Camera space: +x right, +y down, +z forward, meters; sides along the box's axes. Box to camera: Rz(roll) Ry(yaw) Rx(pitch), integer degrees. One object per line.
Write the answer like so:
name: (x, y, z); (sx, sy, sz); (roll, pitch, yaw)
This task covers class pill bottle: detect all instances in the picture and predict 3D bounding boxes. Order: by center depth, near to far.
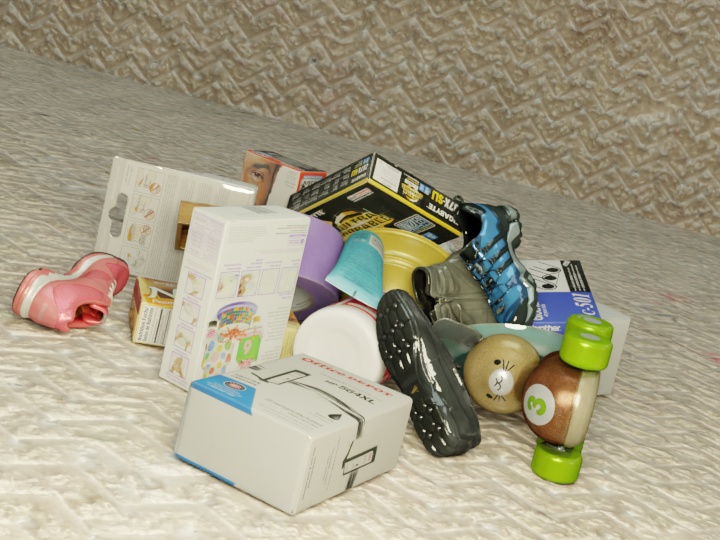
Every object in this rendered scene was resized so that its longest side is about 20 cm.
pill bottle: (0.005, 0.084, 1.575); (0.112, 0.112, 0.200); (18, 14, 18)

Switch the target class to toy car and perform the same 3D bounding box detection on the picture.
toy car: (0.170, 0.124, 1.473); (0.200, 0.164, 0.158); (14, 13, 9)

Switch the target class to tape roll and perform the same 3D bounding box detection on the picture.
tape roll: (-0.123, -0.006, 1.663); (0.200, 0.085, 0.200); (4, -21, 1)

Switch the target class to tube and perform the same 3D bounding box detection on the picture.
tube: (0.000, 0.000, 1.575); (0.077, 0.050, 0.200); (25, 16, -4)

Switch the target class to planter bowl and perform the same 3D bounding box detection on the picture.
planter bowl: (0.037, 0.044, 1.728); (0.200, 0.201, 0.084); (15, 45, 3)

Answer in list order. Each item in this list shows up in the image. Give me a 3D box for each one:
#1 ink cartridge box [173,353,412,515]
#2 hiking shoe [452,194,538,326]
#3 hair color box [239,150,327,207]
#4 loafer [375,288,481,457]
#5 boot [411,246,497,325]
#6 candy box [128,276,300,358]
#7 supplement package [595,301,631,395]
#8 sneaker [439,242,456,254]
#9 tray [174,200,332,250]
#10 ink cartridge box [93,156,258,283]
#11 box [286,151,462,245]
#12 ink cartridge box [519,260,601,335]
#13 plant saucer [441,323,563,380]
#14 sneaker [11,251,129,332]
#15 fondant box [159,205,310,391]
ink cartridge box: (-0.062, 0.154, 1.279); (0.146, 0.084, 0.200); (20, 15, 26)
hiking shoe: (0.161, 0.000, 1.619); (0.087, 0.074, 0.200); (12, 48, -25)
hair color box: (-0.126, -0.060, 1.840); (0.111, 0.200, 0.064); (23, 16, 36)
loafer: (0.076, 0.113, 1.448); (0.070, 0.068, 0.201); (-3, 63, -45)
boot: (0.134, 0.071, 1.670); (0.131, 0.200, 0.068); (-29, 11, -40)
candy box: (-0.180, 0.063, 1.592); (0.200, 0.055, 0.115); (10, 12, -15)
supplement package: (0.255, 0.086, 1.813); (0.117, 0.117, 0.200); (1, 18, -40)
sneaker: (0.089, 0.030, 1.807); (0.099, 0.200, 0.078); (-1, 46, 6)
tray: (-0.144, -0.047, 1.727); (0.200, 0.037, 0.099); (7, -21, -8)
ink cartridge box: (-0.256, -0.061, 1.793); (0.200, 0.161, 0.050); (14, 9, -2)
box: (0.018, -0.074, 1.719); (0.160, 0.049, 0.200); (27, -28, -29)
ink cartridge box: (0.252, 0.043, 1.681); (0.094, 0.044, 0.200); (0, 23, 1)
plant saucer: (0.188, 0.117, 1.609); (0.200, 0.027, 0.200); (7, -25, 4)
sneaker: (-0.330, 0.037, 1.561); (0.087, 0.074, 0.200); (32, 22, 15)
fondant box: (-0.140, 0.029, 1.458); (0.058, 0.200, 0.144); (21, 15, 34)
